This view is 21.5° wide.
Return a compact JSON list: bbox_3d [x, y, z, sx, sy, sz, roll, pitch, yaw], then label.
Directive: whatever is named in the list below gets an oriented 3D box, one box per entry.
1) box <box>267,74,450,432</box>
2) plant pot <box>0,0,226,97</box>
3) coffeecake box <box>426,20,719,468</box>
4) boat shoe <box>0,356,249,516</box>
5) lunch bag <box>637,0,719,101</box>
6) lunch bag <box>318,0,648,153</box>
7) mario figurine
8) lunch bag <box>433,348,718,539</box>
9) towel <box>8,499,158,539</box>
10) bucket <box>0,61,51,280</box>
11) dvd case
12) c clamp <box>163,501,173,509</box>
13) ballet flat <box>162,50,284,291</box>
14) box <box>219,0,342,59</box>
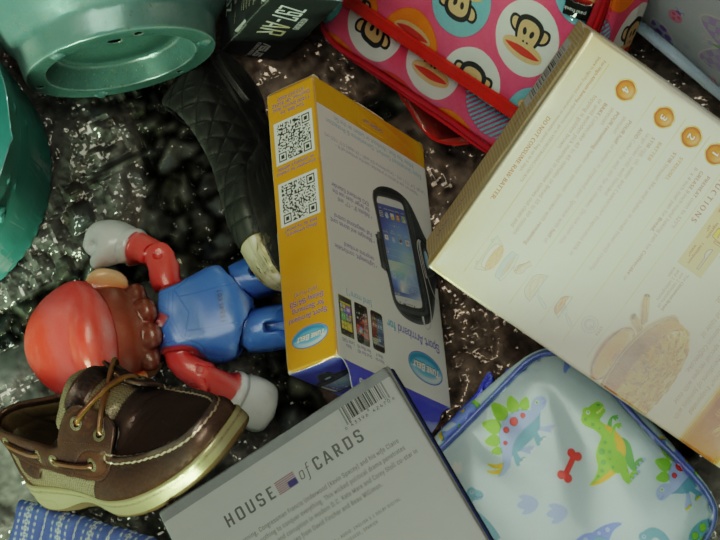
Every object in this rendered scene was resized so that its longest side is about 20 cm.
[{"bbox_3d":[0.000,0.000,1.104,0.041,0.119,0.202,-18,62,30],"label":"box"},{"bbox_3d":[-0.157,-0.185,1.143,0.198,0.200,0.136,-13,80,4],"label":"plant pot"},{"bbox_3d":[0.159,-0.015,1.041,0.199,0.073,0.154,34,101,-6],"label":"coffeecake box"},{"bbox_3d":[-0.143,0.089,1.070,0.072,0.199,0.072,52,56,-21],"label":"boat shoe"},{"bbox_3d":[0.245,-0.189,1.101,0.127,0.170,0.200,-37,72,-29],"label":"lunch bag"},{"bbox_3d":[0.067,-0.159,1.136,0.199,0.082,0.177,36,125,27],"label":"lunch bag"},{"bbox_3d":[-0.107,0.031,1.166,0.198,0.107,0.124,-11,40,-6],"label":"mario figurine"},{"bbox_3d":[0.095,0.153,1.098,0.200,0.082,0.161,-44,77,-3],"label":"lunch bag"},{"bbox_3d":[-0.171,0.212,1.076,0.024,0.199,0.146,19,81,-33],"label":"towel"},{"bbox_3d":[-0.292,-0.071,1.165,0.205,0.135,0.210,-2,77,7],"label":"bucket"},{"bbox_3d":[0.001,0.170,0.976,0.149,0.025,0.201,-32,63,2],"label":"dvd case"},{"bbox_3d":[-0.139,0.239,1.069,0.201,0.027,0.172,-52,38,23],"label":"c clamp"},{"bbox_3d":[-0.072,-0.056,1.151,0.057,0.066,0.201,-40,44,18],"label":"ballet flat"},{"bbox_3d":[-0.041,-0.248,1.159,0.043,0.160,0.202,6,77,-18],"label":"box"}]
